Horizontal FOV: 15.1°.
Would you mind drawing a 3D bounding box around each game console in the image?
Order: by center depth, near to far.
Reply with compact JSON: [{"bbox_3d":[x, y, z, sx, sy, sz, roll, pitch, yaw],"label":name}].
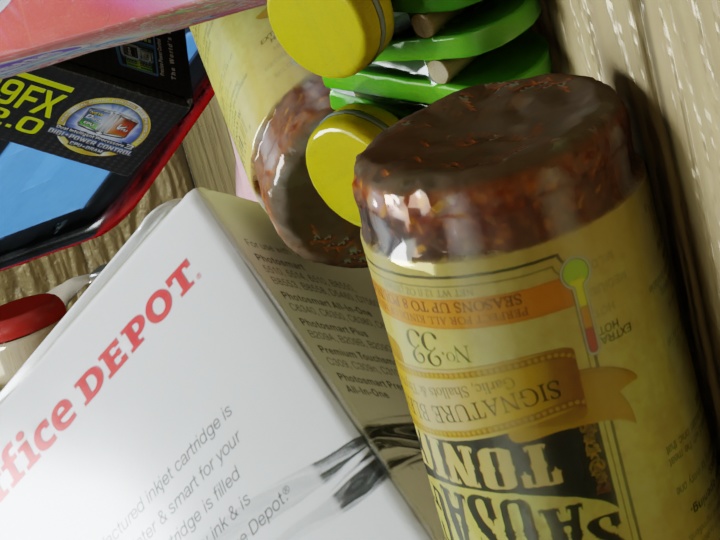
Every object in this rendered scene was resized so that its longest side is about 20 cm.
[{"bbox_3d":[-0.122,-0.097,1.035,0.200,0.118,0.173,-15,96,55],"label":"game console"}]

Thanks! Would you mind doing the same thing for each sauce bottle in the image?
[{"bbox_3d":[0.052,0.058,0.603,0.066,0.066,0.201,-122,13,-70],"label":"sauce bottle"},{"bbox_3d":[-0.022,-0.084,0.817,0.200,0.066,0.066,-115,8,-46],"label":"sauce bottle"}]

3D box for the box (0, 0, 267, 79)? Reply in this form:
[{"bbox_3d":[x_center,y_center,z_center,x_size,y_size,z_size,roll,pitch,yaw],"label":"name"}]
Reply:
[{"bbox_3d":[-0.094,-0.104,0.724,0.095,0.199,0.103,-24,-79,-67],"label":"box"}]

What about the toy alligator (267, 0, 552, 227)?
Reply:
[{"bbox_3d":[0.014,-0.076,0.634,0.054,0.059,0.201,11,128,35],"label":"toy alligator"}]

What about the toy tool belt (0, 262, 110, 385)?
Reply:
[{"bbox_3d":[-0.070,0.058,1.224,0.125,0.199,0.124,-51,-55,-69],"label":"toy tool belt"}]

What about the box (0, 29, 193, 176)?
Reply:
[{"bbox_3d":[-0.142,-0.140,0.913,0.044,0.160,0.201,-42,43,39],"label":"box"}]

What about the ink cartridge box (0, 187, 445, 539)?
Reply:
[{"bbox_3d":[-0.021,0.099,0.780,0.084,0.146,0.200,12,-143,-53],"label":"ink cartridge box"}]

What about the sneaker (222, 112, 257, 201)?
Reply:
[{"bbox_3d":[0.000,0.000,0.919,0.105,0.075,0.201,76,177,-56],"label":"sneaker"}]
